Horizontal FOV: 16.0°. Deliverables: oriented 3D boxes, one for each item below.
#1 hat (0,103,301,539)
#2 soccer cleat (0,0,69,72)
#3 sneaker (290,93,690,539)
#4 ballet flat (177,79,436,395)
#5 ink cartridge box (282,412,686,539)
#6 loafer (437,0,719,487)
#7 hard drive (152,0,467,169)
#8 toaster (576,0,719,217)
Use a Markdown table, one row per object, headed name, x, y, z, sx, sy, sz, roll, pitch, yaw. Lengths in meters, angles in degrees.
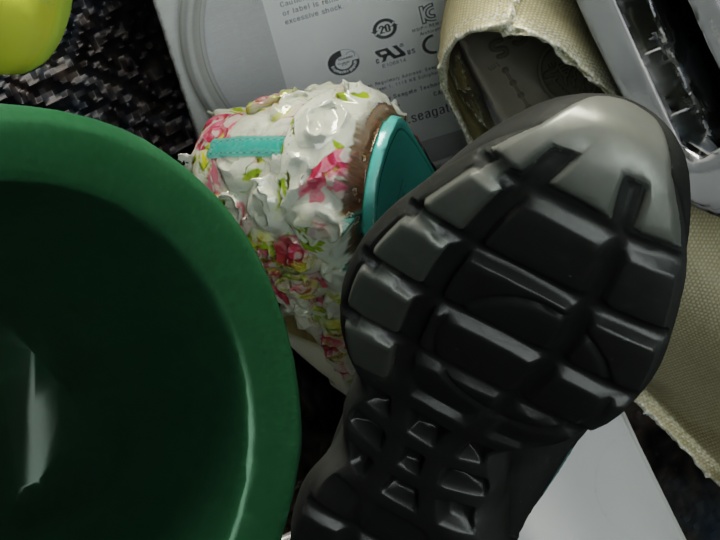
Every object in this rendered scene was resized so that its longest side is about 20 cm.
| name | x | y | z | sx | sy | sz | roll | pitch | yaw |
| --- | --- | --- | --- | --- | --- | --- | --- | --- | --- |
| hat | -0.125 | 0.037 | 0.681 | 0.200 | 0.176 | 0.166 | 2 | 93 | -37 |
| soccer cleat | -0.129 | -0.142 | 0.640 | 0.084 | 0.065 | 0.201 | -18 | 91 | -47 |
| sneaker | 0.032 | 0.015 | 0.649 | 0.075 | 0.200 | 0.079 | 29 | 49 | 1 |
| ballet flat | 0.000 | 0.000 | 0.766 | 0.064 | 0.200 | 0.076 | 6 | 64 | 19 |
| ink cartridge box | 0.030 | 0.101 | 0.783 | 0.200 | 0.115 | 0.068 | -22 | 77 | -13 |
| loafer | 0.080 | -0.004 | 0.711 | 0.200 | 0.076 | 0.068 | 54 | 40 | -2 |
| hard drive | 0.002 | -0.108 | 0.733 | 0.139 | 0.038 | 0.200 | -16 | 130 | -2 |
| toaster | 0.128 | -0.096 | 0.667 | 0.129 | 0.114 | 0.200 | -21 | 87 | -34 |
